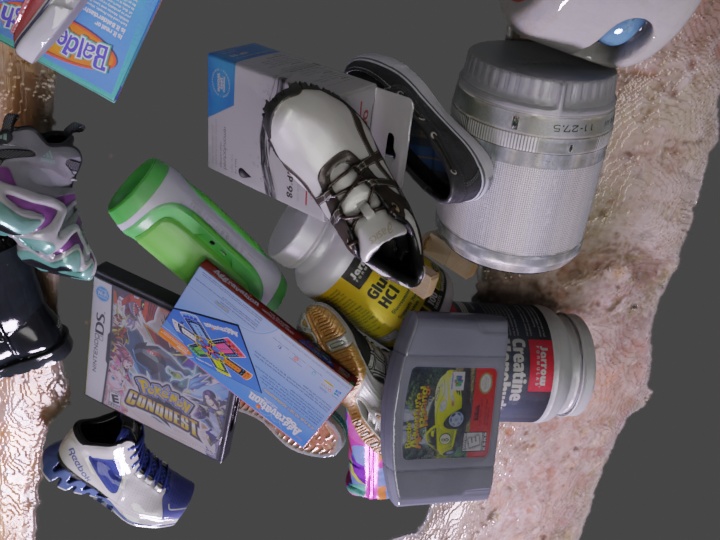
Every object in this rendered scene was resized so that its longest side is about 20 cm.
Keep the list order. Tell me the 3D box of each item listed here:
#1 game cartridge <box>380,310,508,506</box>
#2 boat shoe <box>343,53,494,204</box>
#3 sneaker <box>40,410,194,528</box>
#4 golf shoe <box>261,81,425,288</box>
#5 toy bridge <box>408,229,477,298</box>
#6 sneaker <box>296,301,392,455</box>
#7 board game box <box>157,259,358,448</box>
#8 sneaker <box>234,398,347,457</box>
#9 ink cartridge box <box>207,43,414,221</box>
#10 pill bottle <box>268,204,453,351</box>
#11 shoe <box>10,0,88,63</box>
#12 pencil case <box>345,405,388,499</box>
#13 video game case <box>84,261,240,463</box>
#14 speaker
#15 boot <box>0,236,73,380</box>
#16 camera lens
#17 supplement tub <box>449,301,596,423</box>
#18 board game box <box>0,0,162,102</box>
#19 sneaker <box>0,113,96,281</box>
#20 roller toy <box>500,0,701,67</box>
[{"bbox_3d":[0.086,0.146,0.744,0.130,0.041,0.205,3,95,-19],"label":"game cartridge"},{"bbox_3d":[0.038,-0.133,0.669,0.066,0.201,0.070,-23,154,-39],"label":"boat shoe"},{"bbox_3d":[-0.295,0.246,0.904,0.197,0.081,0.116,30,114,-21],"label":"sneaker"},{"bbox_3d":[-0.001,-0.065,0.578,0.077,0.095,0.200,-39,124,7],"label":"golf shoe"},{"bbox_3d":[0.097,-0.018,0.772,0.198,0.067,0.028,-18,134,-50],"label":"toy bridge"},{"bbox_3d":[0.002,0.108,0.779,0.075,0.088,0.202,-18,114,34],"label":"sneaker"},{"bbox_3d":[-0.109,0.089,0.738,0.199,0.019,0.103,38,114,-2],"label":"board game box"},{"bbox_3d":[-0.088,0.143,0.825,0.197,0.079,0.073,24,117,25],"label":"sneaker"},{"bbox_3d":[-0.054,-0.127,0.659,0.066,0.198,0.118,-28,135,-46],"label":"ink cartridge box"},{"bbox_3d":[0.000,0.000,0.783,0.198,0.113,0.113,34,111,-25],"label":"pill bottle"},{"bbox_3d":[-0.243,-0.272,0.562,0.090,0.072,0.201,35,105,-24],"label":"shoe"},{"bbox_3d":[0.017,0.210,0.928,0.086,0.089,0.204,-5,122,-5],"label":"pencil case"},{"bbox_3d":[-0.227,0.108,0.814,0.197,0.026,0.184,23,118,11],"label":"video game case"},{"bbox_3d":[-0.171,-0.025,0.761,0.088,0.089,0.200,-37,119,14],"label":"speaker"},{"bbox_3d":[-0.434,0.046,0.765,0.196,0.077,0.171,-17,125,-6],"label":"boot"},{"bbox_3d":[0.162,-0.111,0.714,0.156,0.161,0.204,0,120,-9],"label":"camera lens"},{"bbox_3d":[0.167,0.111,0.857,0.195,0.141,0.143,3,120,-10],"label":"supplement tub"},{"bbox_3d":[-0.245,-0.277,0.624,0.150,0.045,0.201,26,113,-22],"label":"board game box"},{"bbox_3d":[-0.302,-0.079,0.707,0.076,0.143,0.201,12,161,7],"label":"sneaker"},{"bbox_3d":[0.217,-0.281,0.611,0.137,0.202,0.184,13,128,-15],"label":"roller toy"}]
